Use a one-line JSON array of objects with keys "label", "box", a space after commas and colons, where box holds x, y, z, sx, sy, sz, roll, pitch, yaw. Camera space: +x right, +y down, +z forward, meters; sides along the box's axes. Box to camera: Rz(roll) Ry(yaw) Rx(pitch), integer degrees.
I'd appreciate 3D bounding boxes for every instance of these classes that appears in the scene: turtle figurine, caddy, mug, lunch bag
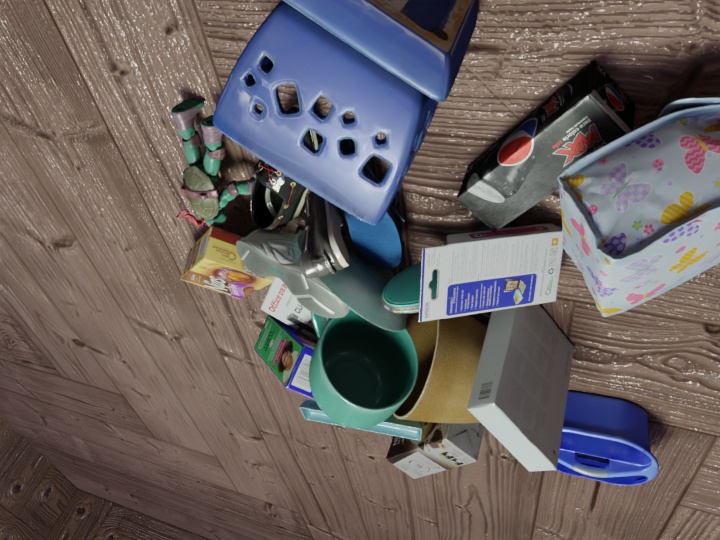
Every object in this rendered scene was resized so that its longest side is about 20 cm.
[{"label": "turtle figurine", "box": [-0.211, -0.134, 0.856, 0.145, 0.102, 0.204, 12, 133, 15]}, {"label": "caddy", "box": [0.381, 0.286, 0.972, 0.194, 0.107, 0.144, 5, 138, 24]}, {"label": "mug", "box": [-0.003, 0.134, 0.874, 0.147, 0.190, 0.115, 5, 147, -15]}, {"label": "lunch bag", "box": [0.301, -0.066, 0.576, 0.196, 0.130, 0.170, -26, 152, 11]}]

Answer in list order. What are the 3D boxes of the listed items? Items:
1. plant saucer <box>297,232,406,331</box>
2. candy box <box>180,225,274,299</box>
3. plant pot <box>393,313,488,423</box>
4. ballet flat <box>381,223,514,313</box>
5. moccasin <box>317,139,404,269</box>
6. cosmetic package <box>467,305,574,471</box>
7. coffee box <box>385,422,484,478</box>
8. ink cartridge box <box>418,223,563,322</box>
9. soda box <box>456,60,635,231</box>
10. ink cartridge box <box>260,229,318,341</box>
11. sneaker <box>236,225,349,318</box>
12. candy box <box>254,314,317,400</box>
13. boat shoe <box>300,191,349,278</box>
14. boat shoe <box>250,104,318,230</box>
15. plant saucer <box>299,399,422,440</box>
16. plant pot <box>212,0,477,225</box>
[{"label": "plant saucer", "box": [0.000, 0.000, 0.837, 0.199, 0.202, 0.039, 37, 106, -13]}, {"label": "candy box", "box": [-0.216, -0.008, 0.963, 0.114, 0.058, 0.199, 19, 161, -23]}, {"label": "plant pot", "box": [0.165, 0.156, 0.918, 0.194, 0.191, 0.187, 17, 144, -14]}, {"label": "ballet flat", "box": [0.122, 0.010, 0.783, 0.196, 0.073, 0.073, -30, 127, 1]}, {"label": "moccasin", "box": [0.012, -0.097, 0.793, 0.078, 0.069, 0.203, -12, 124, 22]}, {"label": "cosmetic package", "box": [0.230, 0.146, 0.827, 0.151, 0.203, 0.051, 43, 139, -21]}, {"label": "coffee box", "box": [0.144, 0.312, 1.133, 0.079, 0.115, 0.199, 35, 140, -12]}, {"label": "ink cartridge box", "box": [0.158, 0.001, 0.730, 0.193, 0.037, 0.098, -8, 114, -18]}, {"label": "soda box", "box": [0.196, -0.127, 0.652, 0.070, 0.064, 0.199, 36, 140, -13]}, {"label": "ink cartridge box", "box": [-0.051, 0.046, 0.969, 0.196, 0.085, 0.145, 30, 142, -5]}, {"label": "sneaker", "box": [-0.084, -0.009, 0.838, 0.197, 0.080, 0.072, 33, 142, 21]}, {"label": "candy box", "box": [-0.079, 0.164, 1.028, 0.166, 0.079, 0.199, 29, 176, -28]}, {"label": "boat shoe", "box": [-0.054, -0.059, 0.766, 0.056, 0.202, 0.068, -23, 121, 7]}, {"label": "boat shoe", "box": [-0.105, -0.129, 0.795, 0.074, 0.062, 0.203, 49, 145, 18]}, {"label": "plant saucer", "box": [0.002, 0.235, 0.937, 0.193, 0.020, 0.071, 7, 151, 8]}, {"label": "plant pot", "box": [-0.002, -0.204, 0.578, 0.196, 0.203, 0.181, 31, 136, -6]}]
